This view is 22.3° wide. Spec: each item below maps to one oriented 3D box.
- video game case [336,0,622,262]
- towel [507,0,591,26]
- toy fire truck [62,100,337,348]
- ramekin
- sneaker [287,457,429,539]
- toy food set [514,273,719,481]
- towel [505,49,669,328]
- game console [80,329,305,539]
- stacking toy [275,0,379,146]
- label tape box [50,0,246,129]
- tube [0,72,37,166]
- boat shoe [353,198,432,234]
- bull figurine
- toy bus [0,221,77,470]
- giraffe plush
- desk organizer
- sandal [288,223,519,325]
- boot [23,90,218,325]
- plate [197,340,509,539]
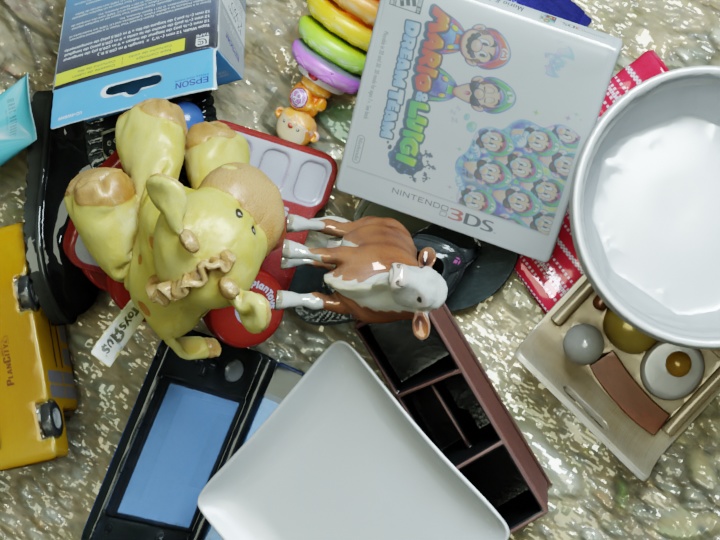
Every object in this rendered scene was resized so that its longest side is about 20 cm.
[{"bbox_3d":[0.085,-0.116,1.389,0.180,0.024,0.201,19,127,6],"label":"video game case"},{"bbox_3d":[0.091,-0.228,1.421,0.200,0.148,0.050,41,111,-5],"label":"towel"},{"bbox_3d":[-0.130,-0.043,1.459,0.198,0.112,0.170,17,96,-27],"label":"toy fire truck"},{"bbox_3d":[0.247,-0.042,1.341,0.198,0.105,0.203,0,88,0],"label":"ramekin"},{"bbox_3d":[0.018,0.186,1.460,0.076,0.080,0.201,-44,78,26],"label":"sneaker"},{"bbox_3d":[0.236,0.041,1.412,0.143,0.060,0.200,43,96,1],"label":"toy food set"},{"bbox_3d":[0.198,-0.064,1.466,0.199,0.022,0.145,-38,77,9],"label":"towel"},{"bbox_3d":[-0.103,0.170,1.477,0.118,0.170,0.202,23,91,41],"label":"game console"},{"bbox_3d":[-0.016,-0.188,1.499,0.116,0.110,0.201,35,105,12],"label":"stacking toy"},{"bbox_3d":[-0.170,-0.181,1.494,0.142,0.066,0.201,-14,47,12],"label":"label tape box"},{"bbox_3d":[-0.352,-0.088,1.571,0.199,0.050,0.078,-32,54,22],"label":"tube"},{"bbox_3d":[0.067,-0.101,1.477,0.199,0.074,0.067,-46,34,31],"label":"boat shoe"},{"bbox_3d":[0.000,0.000,1.359,0.120,0.200,0.066,8,100,-3],"label":"bull figurine"},{"bbox_3d":[-0.288,0.065,1.548,0.064,0.078,0.202,-13,82,12],"label":"toy bus"},{"bbox_3d":[-0.120,-0.026,1.319,0.171,0.162,0.202,24,75,-21],"label":"giraffe plush"},{"bbox_3d":[0.071,0.111,1.426,0.071,0.077,0.201,-30,96,10],"label":"desk organizer"},{"bbox_3d":[0.035,0.007,1.479,0.198,0.048,0.076,-15,97,16],"label":"sandal"},{"bbox_3d":[-0.198,-0.063,1.535,0.156,0.079,0.214,-3,84,14],"label":"boot"},{"bbox_3d":[-0.006,0.187,1.410,0.200,0.032,0.200,48,115,13],"label":"plate"}]
